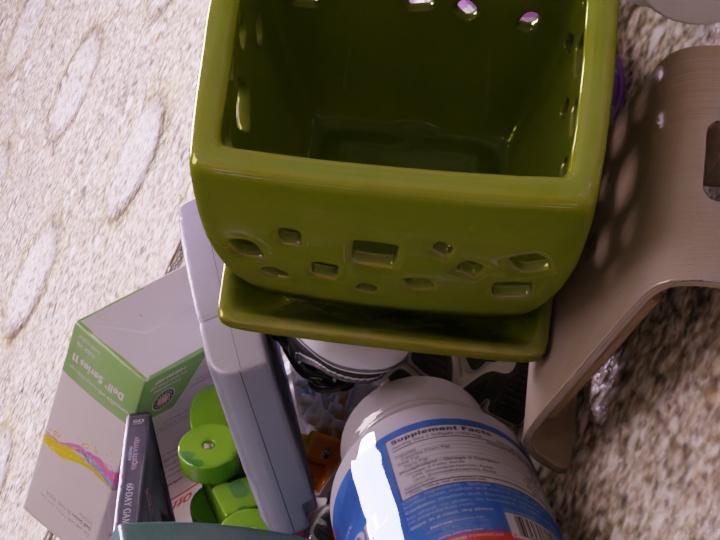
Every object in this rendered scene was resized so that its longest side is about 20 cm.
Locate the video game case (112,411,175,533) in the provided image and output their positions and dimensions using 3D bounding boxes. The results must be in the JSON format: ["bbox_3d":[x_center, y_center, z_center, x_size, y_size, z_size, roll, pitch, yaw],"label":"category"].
[{"bbox_3d":[-0.125,0.202,1.654,0.201,0.019,0.144,-87,-10,-53],"label":"video game case"}]

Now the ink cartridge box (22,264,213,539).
[{"bbox_3d":[-0.144,0.105,1.789,0.117,0.067,0.201,-28,-33,-47],"label":"ink cartridge box"}]

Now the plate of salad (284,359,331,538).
[{"bbox_3d":[-0.038,0.132,1.740,0.200,0.048,0.201,-40,34,34],"label":"plate of salad"}]

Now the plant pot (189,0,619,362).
[{"bbox_3d":[0.022,-0.068,1.421,0.182,0.197,0.201,92,-176,-55],"label":"plant pot"}]

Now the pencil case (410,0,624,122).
[{"bbox_3d":[0.070,-0.146,1.609,0.084,0.086,0.200,-30,49,-15],"label":"pencil case"}]

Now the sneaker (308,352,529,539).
[{"bbox_3d":[0.027,0.092,1.576,0.200,0.080,0.084,-54,13,28],"label":"sneaker"}]

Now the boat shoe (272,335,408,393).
[{"bbox_3d":[-0.013,0.037,1.560,0.200,0.068,0.057,-124,42,-75],"label":"boat shoe"}]

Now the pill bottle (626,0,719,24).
[{"bbox_3d":[0.156,-0.204,1.507,0.110,0.109,0.200,-62,20,15],"label":"pill bottle"}]

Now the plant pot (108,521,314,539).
[{"bbox_3d":[-0.054,0.221,1.457,0.142,0.199,0.141,-60,21,19],"label":"plant pot"}]

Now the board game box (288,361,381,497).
[{"bbox_3d":[0.000,0.000,1.682,0.201,0.026,0.201,-58,25,29],"label":"board game box"}]

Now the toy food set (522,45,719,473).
[{"bbox_3d":[0.142,-0.003,1.419,0.200,0.060,0.144,124,159,-52],"label":"toy food set"}]

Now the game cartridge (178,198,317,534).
[{"bbox_3d":[-0.067,0.043,1.616,0.041,0.134,0.200,-20,31,2],"label":"game cartridge"}]

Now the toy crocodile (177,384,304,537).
[{"bbox_3d":[-0.062,0.146,1.653,0.200,0.061,0.068,-119,15,-47],"label":"toy crocodile"}]

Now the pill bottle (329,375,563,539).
[{"bbox_3d":[0.044,0.137,1.424,0.113,0.112,0.200,-60,20,18],"label":"pill bottle"}]
